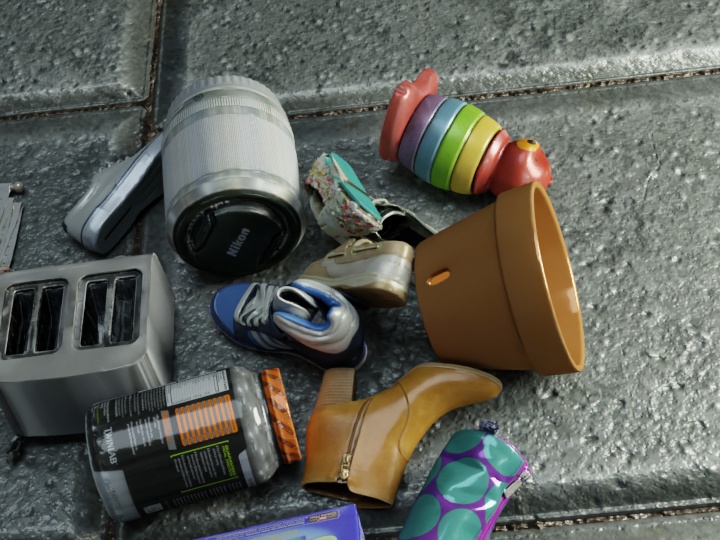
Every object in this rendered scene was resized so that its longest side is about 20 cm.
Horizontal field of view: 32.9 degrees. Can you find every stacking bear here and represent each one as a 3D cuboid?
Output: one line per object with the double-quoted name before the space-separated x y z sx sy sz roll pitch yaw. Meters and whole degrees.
"stacking bear" 0.133 -0.142 1.446 0.199 0.114 0.121 27 29 14

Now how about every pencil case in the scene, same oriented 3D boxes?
"pencil case" 0.091 0.245 1.155 0.092 0.085 0.201 6 51 34

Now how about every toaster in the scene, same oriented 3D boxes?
"toaster" -0.299 0.084 1.311 0.179 0.119 0.201 -7 50 3

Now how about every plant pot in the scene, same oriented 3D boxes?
"plant pot" 0.142 0.022 1.272 0.139 0.200 0.201 -15 49 17

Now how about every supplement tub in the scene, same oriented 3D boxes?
"supplement tub" -0.166 0.169 1.225 0.199 0.123 0.123 -14 51 -5

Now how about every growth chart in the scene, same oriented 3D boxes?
"growth chart" -0.484 -0.037 1.500 0.144 0.018 0.201 -9 50 2

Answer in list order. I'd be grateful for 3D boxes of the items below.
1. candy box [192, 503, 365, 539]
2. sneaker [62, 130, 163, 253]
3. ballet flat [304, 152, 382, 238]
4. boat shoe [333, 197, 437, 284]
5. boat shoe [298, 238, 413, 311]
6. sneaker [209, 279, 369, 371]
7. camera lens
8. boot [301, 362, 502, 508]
"candy box" -0.072 0.313 1.079 0.168 0.077 0.200 -13 27 4
"sneaker" -0.289 -0.111 1.497 0.071 0.073 0.200 26 59 21
"ballet flat" -0.022 -0.072 1.359 0.064 0.075 0.200 -49 21 10
"boat shoe" 0.030 -0.052 1.413 0.199 0.064 0.071 31 61 29
"boat shoe" 0.000 0.000 1.315 0.200 0.073 0.070 1 66 60
"sneaker" -0.087 0.037 1.299 0.199 0.147 0.081 21 69 20
"camera lens" -0.150 -0.107 1.419 0.159 0.160 0.201 -10 51 -1
"boot" 0.043 0.171 1.239 0.200 0.071 0.145 -1 57 11
